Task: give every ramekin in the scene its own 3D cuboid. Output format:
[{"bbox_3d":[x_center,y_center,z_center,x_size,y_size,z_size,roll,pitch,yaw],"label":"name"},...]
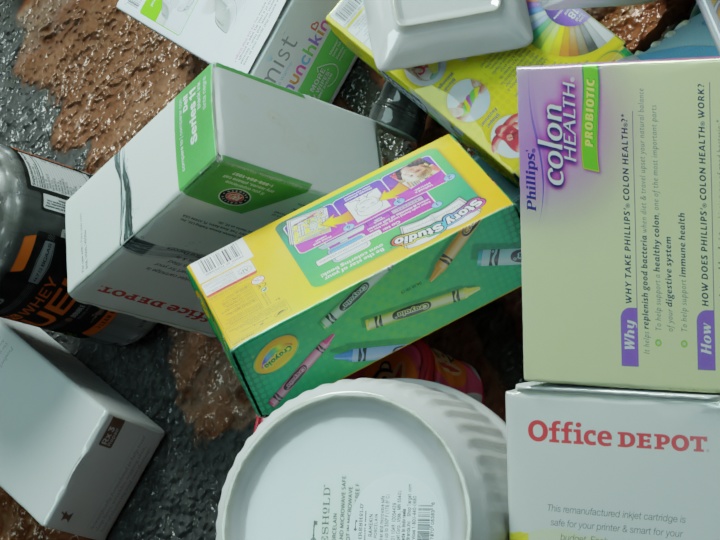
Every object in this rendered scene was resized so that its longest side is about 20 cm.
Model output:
[{"bbox_3d":[0.008,0.157,1.167,0.198,0.105,0.202,-5,75,20],"label":"ramekin"}]

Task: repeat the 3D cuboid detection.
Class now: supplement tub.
[{"bbox_3d":[-0.242,-0.022,1.463,0.122,0.199,0.124,-19,63,43],"label":"supplement tub"}]

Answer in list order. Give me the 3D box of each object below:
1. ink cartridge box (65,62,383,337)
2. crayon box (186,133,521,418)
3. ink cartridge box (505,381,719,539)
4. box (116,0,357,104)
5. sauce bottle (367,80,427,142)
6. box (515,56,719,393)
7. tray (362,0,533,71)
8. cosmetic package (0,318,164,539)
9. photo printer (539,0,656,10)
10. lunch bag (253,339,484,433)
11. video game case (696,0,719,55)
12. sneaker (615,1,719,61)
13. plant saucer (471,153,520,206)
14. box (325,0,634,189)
[{"bbox_3d":[-0.098,-0.043,1.371,0.200,0.146,0.084,-36,49,41],"label":"ink cartridge box"},{"bbox_3d":[0.000,0.000,1.238,0.199,0.059,0.119,-27,31,-5],"label":"crayon box"},{"bbox_3d":[0.164,0.163,1.103,0.144,0.083,0.202,1,95,36],"label":"ink cartridge box"},{"bbox_3d":[-0.062,-0.241,1.482,0.176,0.096,0.201,32,93,41],"label":"box"},{"bbox_3d":[0.060,-0.190,1.385,0.064,0.065,0.201,23,88,42],"label":"sauce bottle"},{"bbox_3d":[0.194,-0.027,1.072,0.199,0.096,0.178,1,96,34],"label":"box"},{"bbox_3d":[0.046,-0.232,1.302,0.106,0.022,0.202,-9,68,0],"label":"tray"},{"bbox_3d":[-0.249,0.114,1.512,0.200,0.074,0.102,34,96,40],"label":"cosmetic package"},{"bbox_3d":[0.200,-0.219,1.199,0.166,0.199,0.070,-25,85,32],"label":"photo printer"},{"bbox_3d":[-0.015,0.142,1.309,0.175,0.082,0.202,-2,70,42],"label":"lunch bag"},{"bbox_3d":[0.303,-0.122,1.106,0.181,0.023,0.202,-23,80,7],"label":"video game case"},{"bbox_3d":[0.198,-0.126,1.213,0.198,0.080,0.131,-8,41,15],"label":"sneaker"},{"bbox_3d":[0.030,-0.011,1.310,0.199,0.019,0.070,-36,49,-14],"label":"plant saucer"},{"bbox_3d":[0.088,-0.145,1.309,0.200,0.048,0.117,41,88,19],"label":"box"}]
